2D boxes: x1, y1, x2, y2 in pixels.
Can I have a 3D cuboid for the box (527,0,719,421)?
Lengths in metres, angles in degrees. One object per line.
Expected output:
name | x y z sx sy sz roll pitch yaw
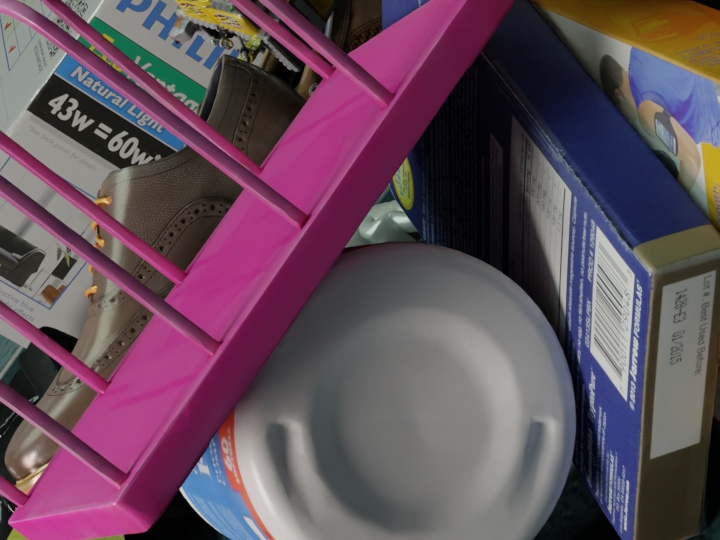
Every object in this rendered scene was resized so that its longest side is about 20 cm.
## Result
box | 0.093 -0.031 0.757 0.200 0.041 0.120 -145 41 -63

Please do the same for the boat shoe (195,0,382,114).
boat shoe | -0.040 -0.058 1.061 0.072 0.072 0.201 -1 62 60

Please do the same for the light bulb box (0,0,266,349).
light bulb box | -0.138 -0.086 1.205 0.200 0.125 0.198 -51 27 16

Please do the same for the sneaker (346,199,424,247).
sneaker | 0.000 0.000 0.940 0.200 0.075 0.081 -27 32 47

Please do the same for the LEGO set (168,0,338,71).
LEGO set | -0.025 -0.139 0.951 0.199 0.154 0.116 23 80 29

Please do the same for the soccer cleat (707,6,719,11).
soccer cleat | 0.143 -0.037 0.727 0.200 0.065 0.084 16 87 65

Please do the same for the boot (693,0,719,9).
boot | 0.131 -0.115 0.845 0.200 0.068 0.131 3 73 67

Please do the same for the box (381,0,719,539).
box | 0.058 -0.018 0.761 0.200 0.032 0.121 -123 23 -44

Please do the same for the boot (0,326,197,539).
boot | -0.155 0.131 1.074 0.163 0.073 0.198 -59 28 9

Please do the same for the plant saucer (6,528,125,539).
plant saucer | -0.122 0.179 0.912 0.200 0.031 0.201 -179 90 -71

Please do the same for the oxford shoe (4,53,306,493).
oxford shoe | -0.088 0.002 0.926 0.200 0.073 0.071 -54 10 -19

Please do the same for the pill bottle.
pill bottle | -0.010 0.048 0.799 0.113 0.112 0.200 -64 13 -9

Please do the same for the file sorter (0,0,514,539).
file sorter | -0.075 -0.035 0.711 0.200 0.125 0.139 -56 12 -19
